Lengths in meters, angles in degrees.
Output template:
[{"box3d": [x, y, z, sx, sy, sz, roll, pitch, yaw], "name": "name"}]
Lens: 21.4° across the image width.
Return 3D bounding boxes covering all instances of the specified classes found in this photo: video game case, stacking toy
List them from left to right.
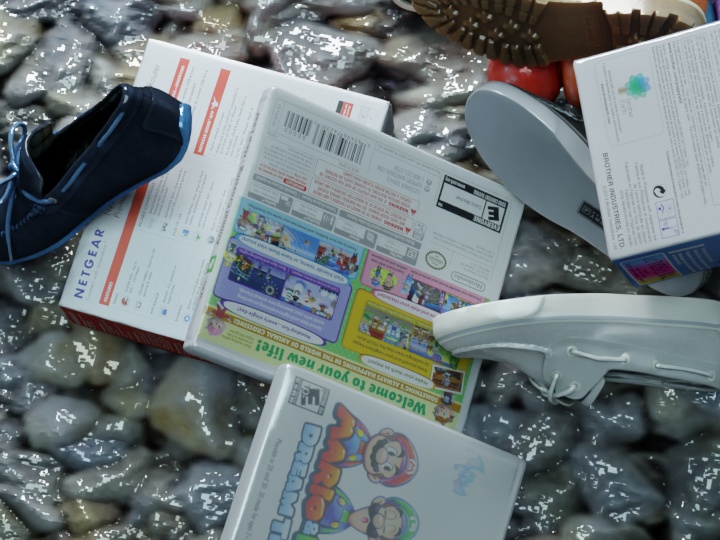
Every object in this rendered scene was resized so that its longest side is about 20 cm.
[{"box3d": [-0.001, 0.184, 1.205, 0.181, 0.024, 0.202, 23, 76, -18], "name": "video game case"}, {"box3d": [0.000, 0.000, 1.254, 0.198, 0.022, 0.184, 22, 75, -20], "name": "video game case"}, {"box3d": [0.185, -0.145, 1.300, 0.198, 0.085, 0.086, -5, 74, 7], "name": "stacking toy"}]

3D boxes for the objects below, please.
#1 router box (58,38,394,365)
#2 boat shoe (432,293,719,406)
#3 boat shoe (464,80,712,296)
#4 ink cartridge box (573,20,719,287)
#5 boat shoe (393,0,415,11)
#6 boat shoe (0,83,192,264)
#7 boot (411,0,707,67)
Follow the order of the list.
[{"box3d": [-0.088, -0.040, 1.300, 0.178, 0.049, 0.202, 16, 76, 8], "name": "router box"}, {"box3d": [0.146, 0.054, 1.247, 0.198, 0.072, 0.069, 1, 79, -15], "name": "boat shoe"}, {"box3d": [0.162, -0.066, 1.281, 0.199, 0.070, 0.066, 36, 48, 8], "name": "boat shoe"}, {"box3d": [0.244, -0.082, 1.175, 0.198, 0.076, 0.138, -15, 73, 20], "name": "ink cartridge box"}, {"box3d": [0.056, -0.284, 1.353, 0.073, 0.060, 0.202, 13, 76, 6], "name": "boat shoe"}, {"box3d": [-0.199, -0.075, 1.265, 0.199, 0.068, 0.085, -34, 46, 28], "name": "boat shoe"}, {"box3d": [0.135, -0.195, 1.268, 0.198, 0.075, 0.108, 7, 60, 12], "name": "boot"}]
